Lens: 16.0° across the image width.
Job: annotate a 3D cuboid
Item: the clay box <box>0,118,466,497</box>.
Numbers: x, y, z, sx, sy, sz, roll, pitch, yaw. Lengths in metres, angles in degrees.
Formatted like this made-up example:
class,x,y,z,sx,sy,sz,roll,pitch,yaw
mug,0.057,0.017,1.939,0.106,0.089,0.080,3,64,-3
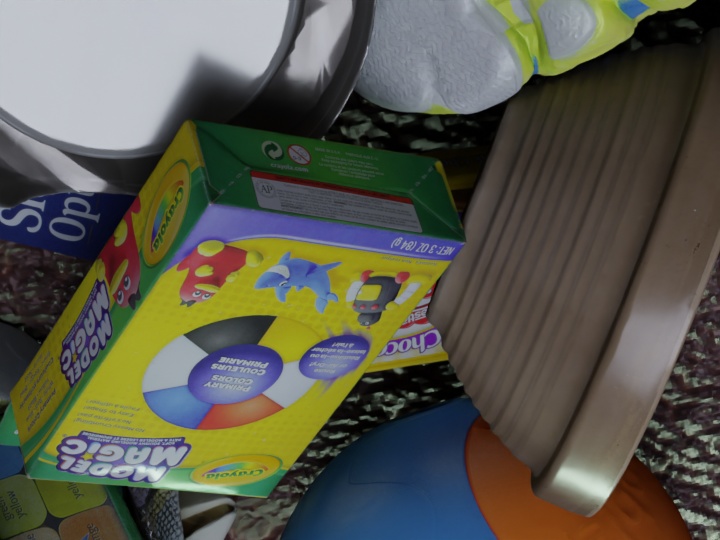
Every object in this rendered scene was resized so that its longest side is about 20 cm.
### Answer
class,x,y,z,sx,sy,sz,roll,pitch,yaw
clay box,-0.057,0.028,1.010,0.114,0.048,0.200,7,137,-30

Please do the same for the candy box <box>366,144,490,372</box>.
class,x,y,z,sx,sy,sz,roll,pitch,yaw
candy box,0.000,0.000,1.092,0.199,0.026,0.103,-8,131,-23

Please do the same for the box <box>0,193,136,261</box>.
class,x,y,z,sx,sy,sz,roll,pitch,yaw
box,-0.129,-0.061,1.069,0.198,0.033,0.122,14,133,-5

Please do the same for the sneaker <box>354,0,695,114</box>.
class,x,y,z,sx,sy,sz,roll,pitch,yaw
sneaker,0.081,-0.117,1.001,0.199,0.105,0.076,-13,102,41

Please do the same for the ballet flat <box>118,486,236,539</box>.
class,x,y,z,sx,sy,sz,roll,pitch,yaw
ballet flat,-0.091,0.101,1.181,0.071,0.072,0.201,-4,126,1

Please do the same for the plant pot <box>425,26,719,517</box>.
class,x,y,z,sx,sy,sz,roll,pitch,yaw
plant pot,0.086,-0.012,1.018,0.092,0.201,0.202,22,122,1

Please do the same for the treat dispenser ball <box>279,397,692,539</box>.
class,x,y,z,sx,sy,sz,roll,pitch,yaw
treat dispenser ball,0.056,0.158,1.138,0.199,0.201,0.202,-1,125,-1

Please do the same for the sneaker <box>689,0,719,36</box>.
class,x,y,z,sx,sy,sz,roll,pitch,yaw
sneaker,0.208,-0.093,1.063,0.087,0.076,0.201,-40,111,-11

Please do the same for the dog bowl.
class,x,y,z,sx,sy,sz,roll,pitch,yaw
dog bowl,-0.093,-0.117,0.978,0.198,0.059,0.202,0,111,-1

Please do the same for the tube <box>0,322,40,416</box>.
class,x,y,z,sx,sy,sz,roll,pitch,yaw
tube,-0.201,0.110,1.193,0.058,0.052,0.200,42,125,12

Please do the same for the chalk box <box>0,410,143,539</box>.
class,x,y,z,sx,sy,sz,roll,pitch,yaw
chalk box,-0.158,0.145,1.119,0.123,0.125,0.201,-17,147,-18
